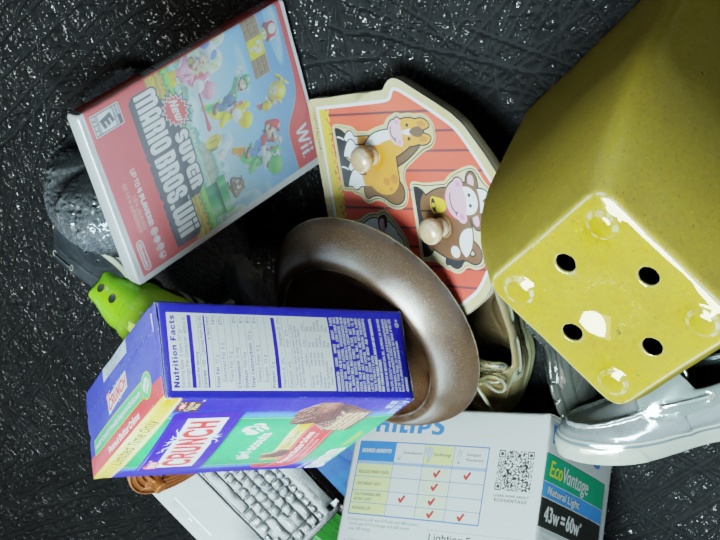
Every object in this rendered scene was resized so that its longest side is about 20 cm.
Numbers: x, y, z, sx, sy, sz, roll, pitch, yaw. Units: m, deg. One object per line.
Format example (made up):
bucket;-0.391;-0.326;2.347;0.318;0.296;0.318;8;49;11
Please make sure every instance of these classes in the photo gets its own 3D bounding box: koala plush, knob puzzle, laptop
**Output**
koala plush;-0.158;-0.041;1.096;0.175;0.185;0.201;9;142;31
knob puzzle;0.037;-0.045;0.977;0.218;0.030;0.223;21;120;40
laptop;-0.094;0.195;1.250;0.177;0.200;0.103;46;177;-3

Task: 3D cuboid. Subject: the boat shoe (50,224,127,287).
boat shoe;-0.219;0.012;1.231;0.199;0.074;0.063;38;114;12

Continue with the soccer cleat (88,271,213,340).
soccer cleat;-0.152;0.041;1.054;0.081;0.068;0.200;37;179;19

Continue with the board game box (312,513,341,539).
board game box;-0.080;0.312;1.410;0.152;0.040;0.200;39;137;2

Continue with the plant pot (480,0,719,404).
plant pot;0.188;-0.035;0.818;0.194;0.200;0.195;43;138;-3

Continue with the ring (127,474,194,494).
ring;-0.121;0.124;1.124;0.019;0.199;0.202;43;140;20

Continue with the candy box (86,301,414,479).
candy box;-0.086;0.092;0.963;0.197;0.078;0.169;4;153;-28

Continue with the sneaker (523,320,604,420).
sneaker;0.178;0.051;0.990;0.090;0.077;0.201;-16;131;12

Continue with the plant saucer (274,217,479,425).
plant saucer;0.003;0.051;1.030;0.198;0.032;0.202;26;140;24

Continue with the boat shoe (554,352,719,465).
boat shoe;0.237;0.089;0.954;0.198;0.070;0.072;-13;108;11

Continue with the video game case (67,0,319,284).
video game case;-0.118;-0.100;0.983;0.017;0.199;0.145;20;136;43

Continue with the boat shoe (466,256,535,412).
boat shoe;0.099;0.046;1.047;0.072;0.063;0.202;14;131;25

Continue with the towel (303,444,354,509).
towel;-0.020;0.171;1.265;0.200;0.023;0.145;45;139;-1

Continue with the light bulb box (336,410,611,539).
light bulb box;0.091;0.230;1.084;0.196;0.203;0.124;-2;158;36
